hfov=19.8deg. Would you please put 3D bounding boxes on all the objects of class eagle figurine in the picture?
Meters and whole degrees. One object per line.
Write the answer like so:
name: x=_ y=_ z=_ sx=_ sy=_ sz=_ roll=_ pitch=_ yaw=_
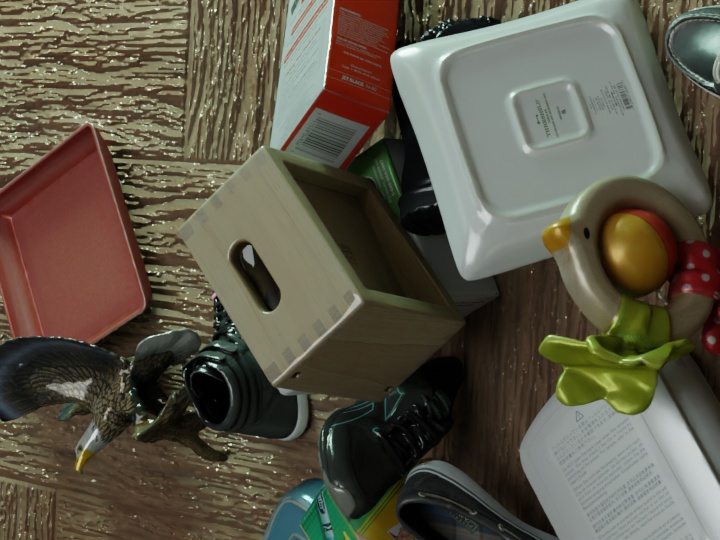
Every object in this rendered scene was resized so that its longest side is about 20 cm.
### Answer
eagle figurine: x=-0.237 y=0.113 z=1.900 sx=0.200 sy=0.151 sz=0.152 roll=25 pitch=141 yaw=38

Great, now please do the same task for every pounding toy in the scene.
pounding toy: x=-0.046 y=0.004 z=1.619 sx=0.142 sy=0.184 sz=0.200 roll=-43 pitch=63 yaw=19

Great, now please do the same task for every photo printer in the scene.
photo printer: x=0.213 y=0.160 z=1.551 sx=0.166 sy=0.069 sz=0.200 roll=-45 pitch=61 yaw=34

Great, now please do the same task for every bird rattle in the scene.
bird rattle: x=0.213 y=0.004 z=1.466 sx=0.163 sy=0.200 sz=0.113 roll=58 pitch=152 yaw=0

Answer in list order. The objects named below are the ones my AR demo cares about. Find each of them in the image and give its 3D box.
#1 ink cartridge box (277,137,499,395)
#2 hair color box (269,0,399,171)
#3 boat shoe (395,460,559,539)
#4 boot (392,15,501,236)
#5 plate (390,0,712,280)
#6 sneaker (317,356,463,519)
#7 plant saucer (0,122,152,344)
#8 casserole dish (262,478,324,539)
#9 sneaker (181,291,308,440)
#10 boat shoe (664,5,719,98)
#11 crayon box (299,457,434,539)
ink cartridge box: x=0.000 y=0.000 z=1.739 sx=0.200 sy=0.084 sz=0.145 roll=-33 pitch=69 yaw=37
hair color box: x=-0.019 y=-0.180 z=1.696 sx=0.111 sy=0.064 sz=0.201 roll=-50 pitch=27 yaw=47
boat shoe: x=0.111 y=0.225 z=1.599 sx=0.200 sy=0.066 sz=0.070 roll=39 pitch=124 yaw=4
boot: x=0.115 y=-0.127 z=1.632 sx=0.199 sy=0.076 sz=0.169 roll=-11 pitch=66 yaw=20
plate: x=0.142 y=-0.110 z=1.547 sx=0.032 sy=0.199 sz=0.200 roll=85 pitch=169 yaw=-67
sneaker: x=0.026 y=0.124 z=1.656 sx=0.079 sy=0.200 sz=0.076 roll=-21 pitch=110 yaw=27
plant saucer: x=-0.285 y=-0.014 z=2.036 sx=0.200 sy=0.037 sz=0.200 roll=-31 pitch=69 yaw=37
casserole dish: x=-0.051 y=0.278 z=1.818 sx=0.121 sy=0.039 sz=0.201 roll=33 pitch=111 yaw=37
sneaker: x=-0.115 y=0.056 z=1.836 sx=0.071 sy=0.099 sz=0.201 roll=-31 pitch=68 yaw=40
boat shoe: x=0.291 y=-0.142 z=1.485 sx=0.200 sy=0.060 sz=0.074 roll=34 pitch=114 yaw=37
crayon box: x=0.053 y=0.254 z=1.662 sx=0.200 sy=0.118 sz=0.058 roll=56 pitch=135 yaw=27
